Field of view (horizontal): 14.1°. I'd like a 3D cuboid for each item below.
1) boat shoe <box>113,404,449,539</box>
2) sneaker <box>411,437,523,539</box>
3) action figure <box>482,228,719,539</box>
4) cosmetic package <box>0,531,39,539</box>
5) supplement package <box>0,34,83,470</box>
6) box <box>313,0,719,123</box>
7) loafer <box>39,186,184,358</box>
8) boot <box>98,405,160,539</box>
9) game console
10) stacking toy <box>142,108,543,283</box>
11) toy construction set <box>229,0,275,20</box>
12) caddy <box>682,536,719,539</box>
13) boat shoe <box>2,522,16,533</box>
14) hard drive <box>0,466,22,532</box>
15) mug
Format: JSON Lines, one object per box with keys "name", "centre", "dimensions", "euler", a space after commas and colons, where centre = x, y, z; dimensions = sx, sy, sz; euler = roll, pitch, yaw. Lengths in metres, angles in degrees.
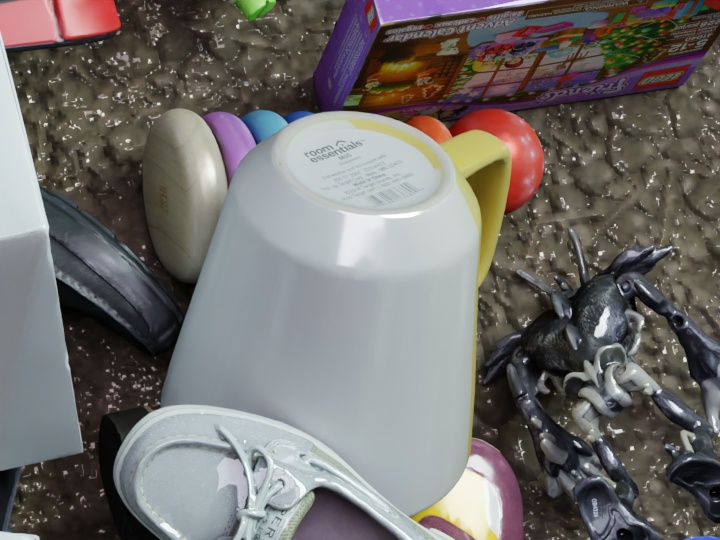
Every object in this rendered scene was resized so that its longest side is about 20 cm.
{"name": "boat shoe", "centre": [-0.014, 0.123, 1.266], "dimensions": [0.202, 0.065, 0.075], "euler": [33, 91, -9]}
{"name": "sneaker", "centre": [0.033, 0.164, 1.361], "dimensions": [0.075, 0.090, 0.201], "euler": [22, 68, -4]}
{"name": "action figure", "centre": [0.129, 0.067, 1.409], "dimensions": [0.119, 0.102, 0.200], "euler": [-32, 34, 11]}
{"name": "cosmetic package", "centre": [-0.197, 0.211, 1.234], "dimensions": [0.101, 0.074, 0.201], "euler": [7, 65, -9]}
{"name": "supplement package", "centre": [-0.235, -0.006, 1.233], "dimensions": [0.199, 0.191, 0.147], "euler": [-12, 59, -8]}
{"name": "box", "centre": [0.086, -0.122, 1.448], "dimensions": [0.199, 0.137, 0.039], "euler": [-9, 72, -15]}
{"name": "loafer", "centre": [-0.175, -0.013, 1.393], "dimensions": [0.200, 0.068, 0.070], "euler": [34, 75, 6]}
{"name": "boot", "centre": [-0.027, 0.134, 1.349], "dimensions": [0.138, 0.078, 0.200], "euler": [-11, 58, -20]}
{"name": "game console", "centre": [-0.212, -0.114, 1.356], "dimensions": [0.176, 0.200, 0.031], "euler": [-12, 102, -14]}
{"name": "stacking toy", "centre": [-0.003, -0.046, 1.441], "dimensions": [0.199, 0.085, 0.086], "euler": [-7, 72, -22]}
{"name": "toy construction set", "centre": [-0.008, -0.192, 1.455], "dimensions": [0.199, 0.131, 0.092], "euler": [-17, 76, -17]}
{"name": "caddy", "centre": [0.197, 0.217, 1.374], "dimensions": [0.141, 0.105, 0.201], "euler": [-1, 69, -36]}
{"name": "boat shoe", "centre": [-0.247, 0.161, 1.317], "dimensions": [0.200, 0.060, 0.076], "euler": [-28, 79, -20]}
{"name": "hard drive", "centre": [-0.251, 0.056, 1.333], "dimensions": [0.199, 0.042, 0.135], "euler": [8, 59, 5]}
{"name": "mug", "centre": [-0.009, 0.002, 1.346], "dimensions": [0.149, 0.154, 0.187], "euler": [9, 36, -1]}
